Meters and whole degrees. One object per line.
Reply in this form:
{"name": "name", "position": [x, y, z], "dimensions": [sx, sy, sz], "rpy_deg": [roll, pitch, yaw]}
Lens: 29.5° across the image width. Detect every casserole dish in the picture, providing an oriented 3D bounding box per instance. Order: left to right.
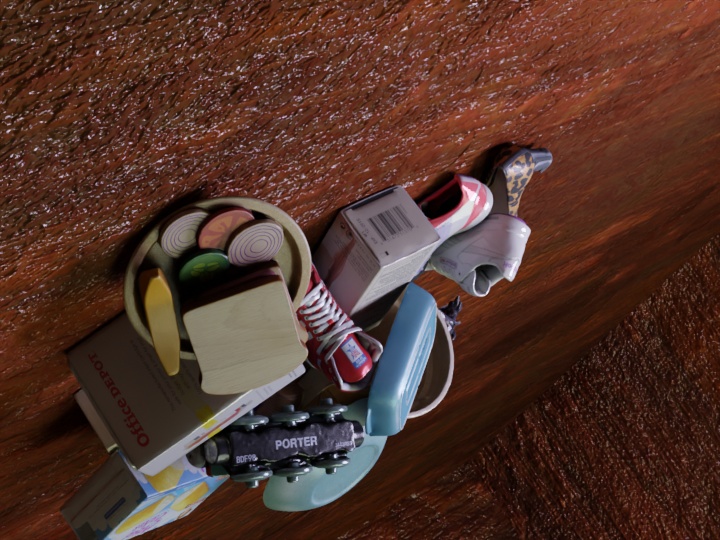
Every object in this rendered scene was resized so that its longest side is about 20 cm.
{"name": "casserole dish", "position": [0.052, 0.109, 1.621], "dimensions": [0.122, 0.038, 0.201], "rpy_deg": [88, 19, -53]}

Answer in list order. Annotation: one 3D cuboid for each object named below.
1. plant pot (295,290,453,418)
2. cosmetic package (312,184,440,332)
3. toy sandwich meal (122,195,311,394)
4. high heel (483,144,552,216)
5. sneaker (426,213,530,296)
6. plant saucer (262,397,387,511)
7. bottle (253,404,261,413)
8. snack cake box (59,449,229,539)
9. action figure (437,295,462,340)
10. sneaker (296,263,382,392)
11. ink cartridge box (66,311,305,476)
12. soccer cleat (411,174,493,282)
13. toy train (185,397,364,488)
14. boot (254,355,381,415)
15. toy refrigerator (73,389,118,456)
{"name": "plant pot", "position": [-0.005, 0.129, 1.853], "dimensions": [0.199, 0.202, 0.183], "rpy_deg": [-23, 172, -39]}
{"name": "cosmetic package", "position": [0.000, 0.000, 1.624], "dimensions": [0.103, 0.088, 0.200], "rpy_deg": [-26, 161, -37]}
{"name": "toy sandwich meal", "position": [-0.128, 0.026, 1.288], "dimensions": [0.203, 0.070, 0.207], "rpy_deg": [-11, 127, -15]}
{"name": "high heel", "position": [0.163, -0.079, 1.769], "dimensions": [0.201, 0.071, 0.142], "rpy_deg": [-56, 162, 20]}
{"name": "sneaker", "position": [0.123, -0.015, 1.749], "dimensions": [0.199, 0.101, 0.075], "rpy_deg": [-10, 150, 44]}
{"name": "plant saucer", "position": [-0.029, 0.238, 1.681], "dimensions": [0.200, 0.039, 0.202], "rpy_deg": [-35, 155, -19]}
{"name": "bottle", "position": [-0.160, 0.122, 1.614], "dimensions": [0.065, 0.084, 0.200], "rpy_deg": [-27, 151, 13]}
{"name": "snack cake box", "position": [-0.240, 0.250, 1.593], "dimensions": [0.115, 0.067, 0.199], "rpy_deg": [-45, 164, 23]}
{"name": "action figure", "position": [0.096, 0.096, 2.113], "dimensions": [0.119, 0.102, 0.200], "rpy_deg": [-55, -177, 32]}
{"name": "sneaker", "position": [-0.041, 0.057, 1.528], "dimensions": [0.071, 0.112, 0.201], "rpy_deg": [-41, 136, -15]}
{"name": "ink cartridge box", "position": [-0.179, 0.095, 1.409], "dimensions": [0.199, 0.146, 0.083], "rpy_deg": [-34, 166, -5]}
{"name": "soccer cleat", "position": [0.073, -0.048, 1.712], "dimensions": [0.200, 0.069, 0.073], "rpy_deg": [-39, 145, 18]}
{"name": "toy train", "position": [-0.095, 0.190, 1.506], "dimensions": [0.198, 0.086, 0.113], "rpy_deg": [-3, 175, -36]}
{"name": "boot", "position": [-0.057, 0.177, 1.666], "dimensions": [0.200, 0.071, 0.145], "rpy_deg": [-12, 137, -41]}
{"name": "toy refrigerator", "position": [-0.273, 0.183, 1.597], "dimensions": [0.070, 0.076, 0.200], "rpy_deg": [-32, 164, -13]}
